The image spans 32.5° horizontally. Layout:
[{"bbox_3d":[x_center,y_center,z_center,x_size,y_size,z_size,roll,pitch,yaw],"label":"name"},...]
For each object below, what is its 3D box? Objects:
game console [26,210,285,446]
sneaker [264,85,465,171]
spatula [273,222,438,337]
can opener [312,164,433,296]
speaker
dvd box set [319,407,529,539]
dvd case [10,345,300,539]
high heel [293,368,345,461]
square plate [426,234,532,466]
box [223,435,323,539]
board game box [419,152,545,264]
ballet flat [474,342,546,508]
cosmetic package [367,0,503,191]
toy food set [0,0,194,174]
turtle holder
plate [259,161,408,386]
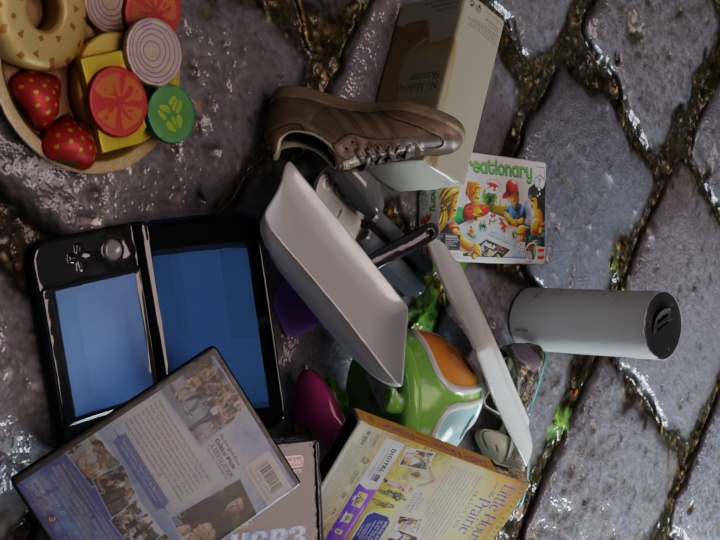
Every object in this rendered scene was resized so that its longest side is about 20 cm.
[{"bbox_3d":[-0.176,0.059,1.077,0.170,0.118,0.201,-15,100,-44],"label":"game console"},{"bbox_3d":[0.003,-0.126,1.228,0.070,0.199,0.076,92,8,-69],"label":"sneaker"},{"bbox_3d":[0.000,0.000,1.277,0.200,0.021,0.057,-31,107,-22],"label":"spatula"},{"bbox_3d":[0.018,-0.040,1.312,0.200,0.066,0.053,46,58,-40],"label":"can opener"},{"bbox_3d":[0.278,0.061,1.471,0.081,0.199,0.082,0,90,-44],"label":"speaker"},{"bbox_3d":[0.047,0.228,1.211,0.199,0.029,0.147,22,110,-21],"label":"dvd box set"},{"bbox_3d":[-0.168,0.176,1.030,0.200,0.018,0.143,-33,97,-16],"label":"dvd case"},{"bbox_3d":[-0.058,0.204,1.236,0.096,0.067,0.201,-17,98,-34],"label":"high heel"},{"bbox_3d":[0.131,0.080,1.332,0.028,0.200,0.198,-24,131,4],"label":"square plate"},{"bbox_3d":[-0.131,0.252,1.075,0.199,0.050,0.200,-2,91,-20],"label":"box"},{"bbox_3d":[0.146,-0.072,1.456,0.199,0.035,0.127,1,89,-45],"label":"board game box"},{"bbox_3d":[0.171,0.182,1.471,0.072,0.072,0.201,21,76,-43],"label":"ballet flat"},{"bbox_3d":[0.077,-0.192,1.340,0.071,0.105,0.201,27,70,-40],"label":"cosmetic package"},{"bbox_3d":[-0.230,-0.185,1.071,0.198,0.049,0.201,-23,106,-43],"label":"toy food set"},{"bbox_3d":[0.050,0.149,1.272,0.131,0.141,0.186,0,105,-28],"label":"turtle holder"},{"bbox_3d":[-0.027,0.004,1.169,0.200,0.032,0.200,52,15,-14],"label":"plate"}]
